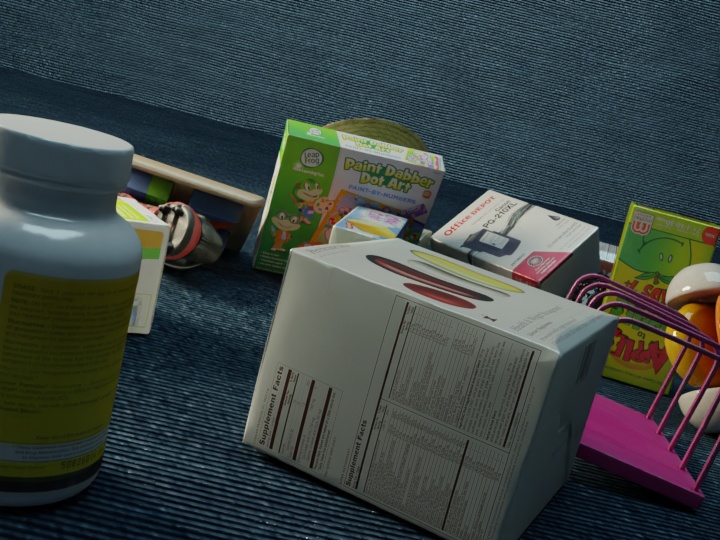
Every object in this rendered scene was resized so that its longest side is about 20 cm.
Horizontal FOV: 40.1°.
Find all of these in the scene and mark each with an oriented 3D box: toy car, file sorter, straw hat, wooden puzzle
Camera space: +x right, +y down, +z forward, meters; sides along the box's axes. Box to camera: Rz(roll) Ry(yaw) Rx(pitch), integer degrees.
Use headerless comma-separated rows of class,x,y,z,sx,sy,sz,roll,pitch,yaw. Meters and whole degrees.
toy car,0.425,0.076,1.036,0.198,0.177,0.150,8,-21,-30
file sorter,0.240,0.093,0.878,0.138,0.127,0.200,23,11,0
straw hat,0.002,-0.100,1.287,0.198,0.086,0.202,-2,-32,-1
wooden puzzle,-0.224,-0.072,1.217,0.183,0.047,0.200,18,-19,-11

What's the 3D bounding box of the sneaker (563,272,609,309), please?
sneaker,0.297,0.047,1.313,0.076,0.092,0.199,26,17,39

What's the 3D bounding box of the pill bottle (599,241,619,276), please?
pill bottle,0.357,0.013,1.495,0.198,0.114,0.112,16,11,11

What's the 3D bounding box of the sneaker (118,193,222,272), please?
sneaker,-0.235,-0.041,1.139,0.199,0.072,0.098,10,-12,40

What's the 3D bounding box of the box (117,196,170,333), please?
box,-0.284,-0.015,0.862,0.198,0.103,0.112,7,13,-33

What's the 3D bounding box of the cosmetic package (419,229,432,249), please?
cosmetic package,-0.005,-0.045,1.425,0.198,0.072,0.105,17,12,12

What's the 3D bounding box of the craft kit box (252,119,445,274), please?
craft kit box,-0.018,-0.071,1.224,0.198,0.199,0.049,11,31,-11

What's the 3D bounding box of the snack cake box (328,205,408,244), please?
snack cake box,0.000,0.000,1.108,0.066,0.116,0.200,16,12,4

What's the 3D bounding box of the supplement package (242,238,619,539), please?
supplement package,0.058,0.077,0.723,0.198,0.149,0.191,20,12,22

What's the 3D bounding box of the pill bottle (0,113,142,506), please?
pill bottle,-0.186,0.020,0.560,0.111,0.202,0.112,14,12,-3

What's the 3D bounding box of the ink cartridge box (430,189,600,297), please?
ink cartridge box,0.219,-0.022,1.409,0.199,0.085,0.144,24,50,40

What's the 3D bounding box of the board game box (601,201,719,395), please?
board game box,0.337,0.032,1.148,0.100,0.202,0.048,16,11,9
